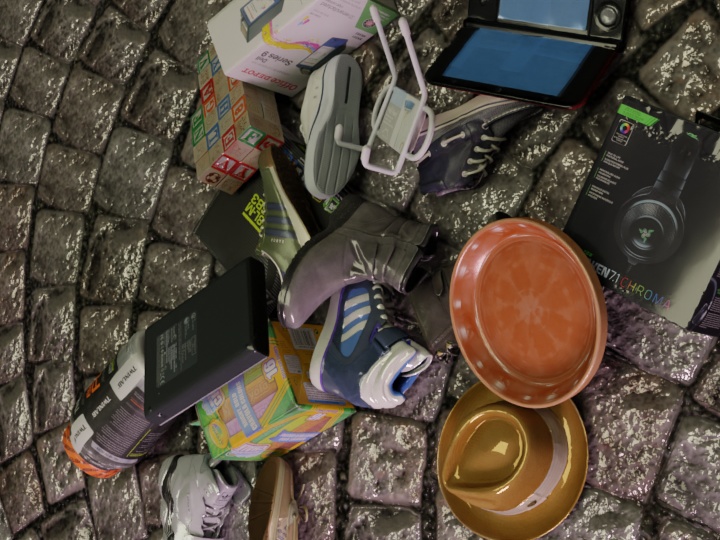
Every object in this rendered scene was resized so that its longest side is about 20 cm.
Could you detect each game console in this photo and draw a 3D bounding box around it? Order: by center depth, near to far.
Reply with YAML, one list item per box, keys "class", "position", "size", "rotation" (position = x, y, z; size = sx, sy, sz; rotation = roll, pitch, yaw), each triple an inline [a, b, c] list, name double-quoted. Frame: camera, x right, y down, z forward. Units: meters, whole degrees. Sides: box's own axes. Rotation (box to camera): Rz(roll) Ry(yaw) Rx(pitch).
- class: "game console"
  position: [0.185, -0.284, 1.336]
  size: [0.198, 0.118, 0.175]
  rotation: [16, 112, 30]

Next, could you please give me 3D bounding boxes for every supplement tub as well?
- class: "supplement tub"
  position: [-0.317, 0.187, 1.662]
  size: [0.200, 0.122, 0.123]
  rotation: [-47, 59, 21]

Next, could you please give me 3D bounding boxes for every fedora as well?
- class: "fedora"
  position: [0.152, 0.204, 1.330]
  size: [0.199, 0.081, 0.203]
  rotation: [-7, 79, 37]

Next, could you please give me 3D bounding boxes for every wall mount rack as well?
- class: "wall mount rack"
  position: [0.033, -0.213, 1.429]
  size: [0.176, 0.074, 0.200]
  rotation: [-70, 23, 13]

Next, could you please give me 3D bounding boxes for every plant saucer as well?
- class: "plant saucer"
  position: [0.178, 0.043, 1.276]
  size: [0.199, 0.032, 0.203]
  rotation: [12, 108, 43]

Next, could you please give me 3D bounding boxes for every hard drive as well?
- class: "hard drive"
  position: [-0.193, 0.087, 1.493]
  size: [0.199, 0.033, 0.141]
  rotation: [-33, 46, 30]

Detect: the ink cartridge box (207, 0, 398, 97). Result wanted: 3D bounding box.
- class: "ink cartridge box"
  position: [-0.074, -0.320, 1.538]
  size: [0.199, 0.145, 0.088]
  rotation: [-30, 68, 29]

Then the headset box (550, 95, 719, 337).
- class: "headset box"
  position: [0.322, -0.062, 1.235]
  size: [0.173, 0.092, 0.202]
  rotation: [31, 102, 35]

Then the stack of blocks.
- class: "stack of blocks"
  position: [-0.172, -0.218, 1.614]
  size: [0.115, 0.058, 0.202]
  rotation: [-40, 45, 32]

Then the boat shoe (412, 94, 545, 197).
- class: "boat shoe"
  position: [0.143, -0.148, 1.402]
  size: [0.199, 0.074, 0.094]
  rotation: [-17, 78, 43]

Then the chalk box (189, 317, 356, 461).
- class: "chalk box"
  position: [-0.129, 0.164, 1.524]
  size: [0.199, 0.124, 0.125]
  rotation: [-35, 64, 29]

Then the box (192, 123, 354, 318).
- class: "box"
  position: [-0.111, -0.067, 1.591]
  size: [0.200, 0.047, 0.194]
  rotation: [46, 107, 32]

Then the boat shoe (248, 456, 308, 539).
- class: "boat shoe"
  position: [-0.103, 0.339, 1.526]
  size: [0.073, 0.062, 0.203]
  rotation: [-10, 74, 62]

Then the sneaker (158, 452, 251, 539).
- class: "sneaker"
  position: [-0.203, 0.330, 1.584]
  size: [0.114, 0.075, 0.202]
  rotation: [-25, 66, 35]

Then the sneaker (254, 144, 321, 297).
- class: "sneaker"
  position: [-0.103, -0.052, 1.510]
  size: [0.089, 0.067, 0.202]
  rotation: [-32, 70, 20]

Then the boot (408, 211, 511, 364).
- class: "boot"
  position: [0.146, 0.051, 1.378]
  size: [0.174, 0.069, 0.201]
  rotation: [-46, 55, 29]

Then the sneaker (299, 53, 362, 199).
- class: "sneaker"
  position: [-0.043, -0.177, 1.535]
  size: [0.070, 0.073, 0.202]
  rotation: [-20, 51, 47]

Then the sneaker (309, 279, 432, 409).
- class: "sneaker"
  position: [0.033, 0.067, 1.437]
  size: [0.145, 0.081, 0.202]
  rotation: [11, 72, 31]

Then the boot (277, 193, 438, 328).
- class: "boot"
  position: [0.000, 0.000, 1.396]
  size: [0.131, 0.070, 0.201]
  rotation: [22, 63, 23]
